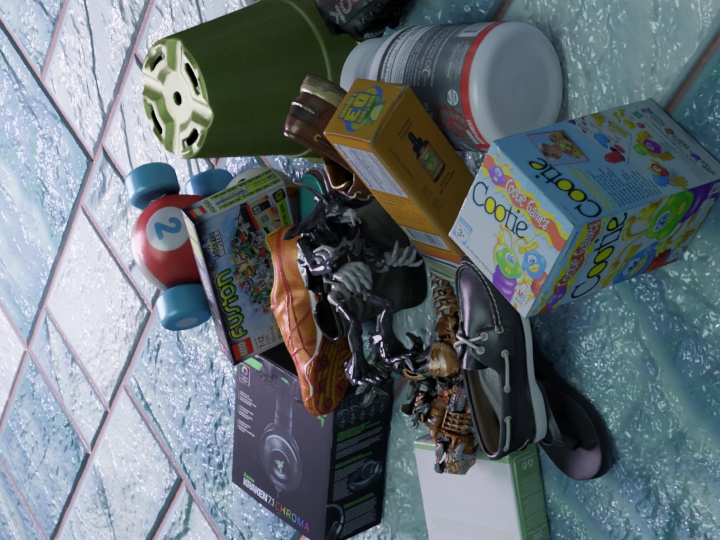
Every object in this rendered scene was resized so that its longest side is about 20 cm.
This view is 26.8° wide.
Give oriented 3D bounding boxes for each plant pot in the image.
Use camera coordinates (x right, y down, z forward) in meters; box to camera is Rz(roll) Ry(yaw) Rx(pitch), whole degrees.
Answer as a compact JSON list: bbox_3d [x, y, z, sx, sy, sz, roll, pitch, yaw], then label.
[{"bbox_3d":[-0.119,-0.194,1.569,0.199,0.189,0.203,20,117,44],"label":"plant pot"}]

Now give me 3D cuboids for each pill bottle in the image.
[{"bbox_3d":[0.080,-0.169,1.396,0.199,0.115,0.118,8,109,49],"label":"pill bottle"}]

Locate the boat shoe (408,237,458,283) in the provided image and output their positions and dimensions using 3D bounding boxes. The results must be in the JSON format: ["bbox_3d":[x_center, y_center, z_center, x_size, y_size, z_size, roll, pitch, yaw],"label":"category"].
[{"bbox_3d":[0.131,-0.009,1.445,0.199,0.072,0.062,24,155,43],"label":"boat shoe"}]

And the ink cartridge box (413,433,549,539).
[{"bbox_3d":[0.128,0.272,1.551,0.145,0.048,0.203,2,105,50],"label":"ink cartridge box"}]

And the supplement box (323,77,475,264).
[{"bbox_3d":[0.049,-0.087,1.367,0.068,0.067,0.200,19,159,39],"label":"supplement box"}]

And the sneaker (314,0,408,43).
[{"bbox_3d":[0.021,-0.274,1.464,0.199,0.070,0.099,-4,100,53],"label":"sneaker"}]

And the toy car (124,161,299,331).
[{"bbox_3d":[-0.138,-0.057,1.675,0.199,0.176,0.186,-34,65,37],"label":"toy car"}]

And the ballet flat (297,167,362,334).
[{"bbox_3d":[-0.025,-0.016,1.614,0.069,0.071,0.203,19,118,52],"label":"ballet flat"}]

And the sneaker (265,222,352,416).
[{"bbox_3d":[-0.054,0.051,1.573,0.076,0.073,0.203,-1,97,42],"label":"sneaker"}]

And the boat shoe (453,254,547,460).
[{"bbox_3d":[0.118,0.080,1.396,0.074,0.060,0.202,19,129,54],"label":"boat shoe"}]

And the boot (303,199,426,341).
[{"bbox_3d":[-0.002,-0.038,1.530,0.067,0.130,0.203,1,104,49],"label":"boot"}]

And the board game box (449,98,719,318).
[{"bbox_3d":[0.188,-0.054,1.239,0.105,0.198,0.104,49,135,27],"label":"board game box"}]

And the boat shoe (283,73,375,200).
[{"bbox_3d":[-0.004,-0.101,1.424,0.072,0.068,0.200,24,165,47],"label":"boat shoe"}]

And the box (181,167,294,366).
[{"bbox_3d":[-0.116,-0.001,1.620,0.035,0.109,0.202,46,156,46],"label":"box"}]

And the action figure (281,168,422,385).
[{"bbox_3d":[0.000,0.000,1.450,0.101,0.118,0.202,-6,106,47],"label":"action figure"}]

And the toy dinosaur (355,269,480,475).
[{"bbox_3d":[0.082,0.101,1.522,0.135,0.102,0.202,-7,61,46],"label":"toy dinosaur"}]

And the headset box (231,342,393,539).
[{"bbox_3d":[-0.057,0.176,1.705,0.173,0.092,0.202,28,123,41],"label":"headset box"}]

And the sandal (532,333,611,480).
[{"bbox_3d":[0.166,0.122,1.454,0.201,0.043,0.076,54,138,22],"label":"sandal"}]
